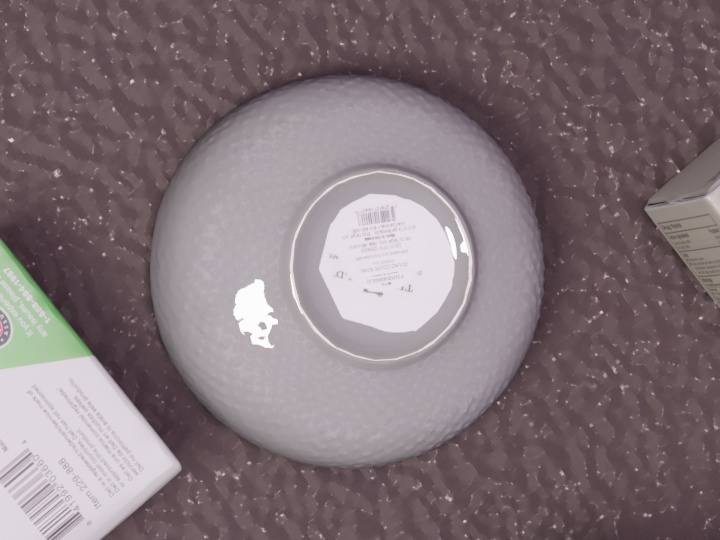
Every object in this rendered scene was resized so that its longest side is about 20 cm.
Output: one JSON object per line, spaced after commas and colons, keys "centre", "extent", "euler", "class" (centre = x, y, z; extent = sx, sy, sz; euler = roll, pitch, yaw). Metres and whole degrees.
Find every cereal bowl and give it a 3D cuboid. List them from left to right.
{"centre": [0.000, 0.000, 1.426], "extent": [0.199, 0.083, 0.201], "euler": [0, 89, -13], "class": "cereal bowl"}

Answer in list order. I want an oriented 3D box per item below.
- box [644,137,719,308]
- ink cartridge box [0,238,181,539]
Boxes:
{"centre": [0.244, 0.019, 1.482], "extent": [0.078, 0.095, 0.200], "euler": [-40, 99, -13], "class": "box"}
{"centre": [-0.209, 0.100, 1.368], "extent": [0.200, 0.084, 0.146], "euler": [-39, 98, -12], "class": "ink cartridge box"}
